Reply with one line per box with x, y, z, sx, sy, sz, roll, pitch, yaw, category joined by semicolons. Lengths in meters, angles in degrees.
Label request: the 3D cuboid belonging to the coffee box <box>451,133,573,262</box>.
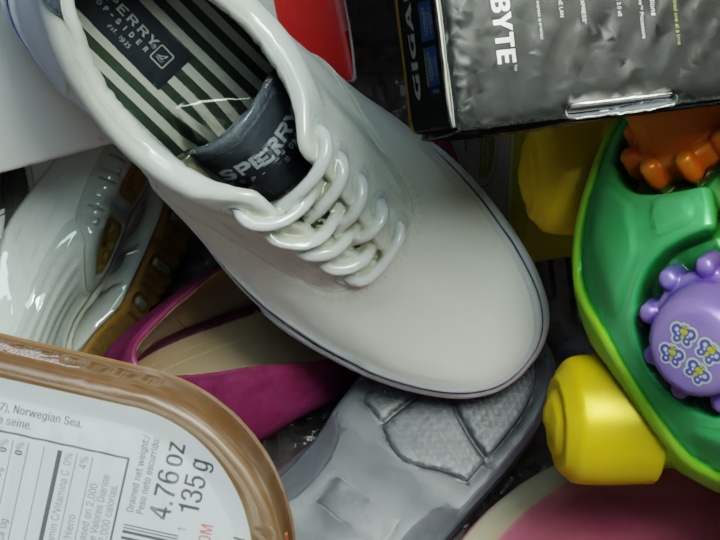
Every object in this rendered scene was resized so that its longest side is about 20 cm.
0.116;-0.149;0.821;0.199;0.200;0.198;-10;49;-10;coffee box

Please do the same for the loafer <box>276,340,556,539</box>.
-0.016;0.093;0.802;0.200;0.063;0.072;-43;75;-13;loafer

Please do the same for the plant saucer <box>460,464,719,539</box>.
0.099;0.107;0.750;0.200;0.051;0.201;-11;31;7;plant saucer

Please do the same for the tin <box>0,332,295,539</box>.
-0.117;0.071;0.734;0.199;0.042;0.112;13;89;0;tin

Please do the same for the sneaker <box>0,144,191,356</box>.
-0.126;0.028;0.821;0.087;0.076;0.200;15;65;25;sneaker

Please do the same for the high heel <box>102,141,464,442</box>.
0.000;0.000;0.822;0.067;0.096;0.200;42;68;13;high heel

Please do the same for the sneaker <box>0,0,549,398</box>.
-0.023;-0.025;0.734;0.200;0.071;0.073;38;97;-18;sneaker

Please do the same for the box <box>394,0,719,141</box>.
0.081;-0.140;0.652;0.159;0.049;0.201;-8;93;-13;box

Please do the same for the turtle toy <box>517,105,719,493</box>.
0.125;0.016;0.709;0.145;0.101;0.201;-2;70;-7;turtle toy

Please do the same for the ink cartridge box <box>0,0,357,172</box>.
-0.075;-0.091;0.807;0.199;0.067;0.116;-14;26;-7;ink cartridge box
